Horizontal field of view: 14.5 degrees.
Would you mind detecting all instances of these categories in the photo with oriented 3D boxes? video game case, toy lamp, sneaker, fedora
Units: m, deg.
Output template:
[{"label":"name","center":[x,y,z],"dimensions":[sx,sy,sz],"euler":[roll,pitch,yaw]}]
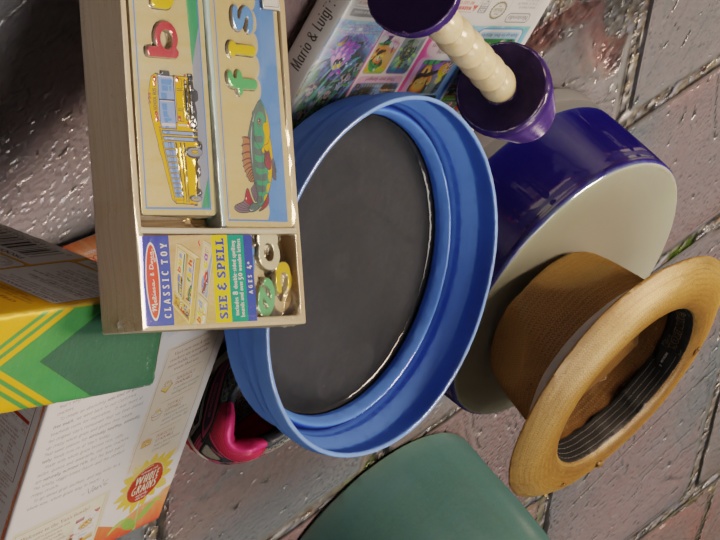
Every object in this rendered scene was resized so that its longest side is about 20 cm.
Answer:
[{"label":"video game case","center":[0.028,-0.122,1.557],"dimensions":[0.200,0.024,0.182],"euler":[-5,131,-56]},{"label":"toy lamp","center":[0.061,-0.117,1.525],"dimensions":[0.058,0.058,0.200],"euler":[-48,154,-1]},{"label":"sneaker","center":[-0.016,0.041,1.617],"dimensions":[0.200,0.081,0.075],"euler":[-45,-164,-9]},{"label":"fedora","center":[0.134,0.047,1.706],"dimensions":[0.201,0.082,0.201],"euler":[-41,158,-20]}]

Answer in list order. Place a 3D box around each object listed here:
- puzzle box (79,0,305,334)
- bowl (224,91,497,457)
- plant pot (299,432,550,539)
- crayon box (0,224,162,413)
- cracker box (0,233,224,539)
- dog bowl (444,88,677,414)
[{"label":"puzzle box","center":[-0.078,-0.071,1.320],"dimensions":[0.133,0.025,0.201],"euler":[-2,87,-56]},{"label":"bowl","center":[0.000,0.000,1.530],"dimensions":[0.200,0.039,0.201],"euler":[-24,122,-46]},{"label":"plant pot","center":[0.058,0.239,1.940],"dimensions":[0.200,0.161,0.201],"euler":[-36,151,-24]},{"label":"crayon box","center":[-0.200,0.023,1.277],"dimensions":[0.200,0.126,0.052],"euler":[-7,112,-53]},{"label":"cracker box","center":[-0.146,0.069,1.509],"dimensions":[0.134,0.058,0.200],"euler":[-23,145,-45]},{"label":"dog bowl","center":[0.102,-0.010,1.760],"dimensions":[0.200,0.079,0.200],"euler":[-36,152,-23]}]
